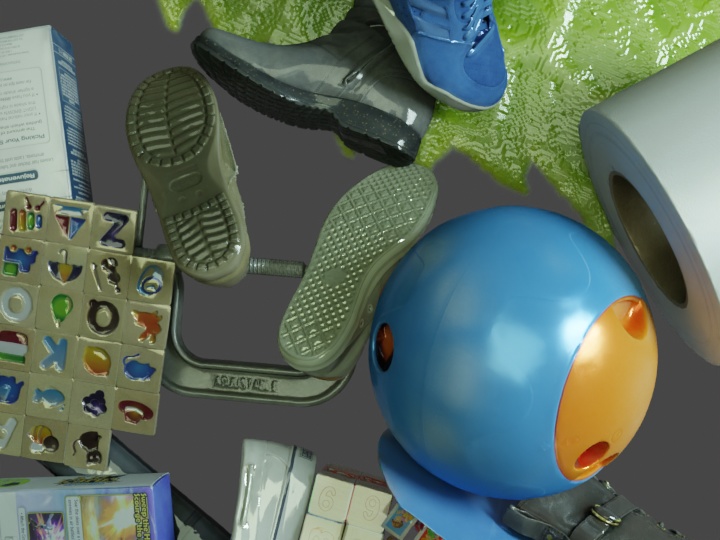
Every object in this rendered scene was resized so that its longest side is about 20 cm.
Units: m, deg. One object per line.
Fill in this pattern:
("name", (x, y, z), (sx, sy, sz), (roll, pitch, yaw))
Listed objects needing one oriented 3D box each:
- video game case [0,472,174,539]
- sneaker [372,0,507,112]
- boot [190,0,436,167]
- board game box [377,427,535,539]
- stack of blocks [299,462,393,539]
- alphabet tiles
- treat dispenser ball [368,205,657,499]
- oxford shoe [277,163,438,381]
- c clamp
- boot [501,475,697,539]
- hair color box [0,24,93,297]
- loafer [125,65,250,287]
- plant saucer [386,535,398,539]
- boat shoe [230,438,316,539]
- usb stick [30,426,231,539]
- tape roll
("video game case", (-0.226, 0.257, 0.847), (0.180, 0.045, 0.202), (-3, 94, 10))
("sneaker", (0.073, -0.192, 0.777), (0.200, 0.111, 0.077), (53, 55, -30))
("boot", (-0.020, -0.176, 0.880), (0.199, 0.070, 0.133), (24, 79, -1))
("board game box", (0.086, 0.190, 0.805), (0.199, 0.158, 0.039), (37, 106, 4))
("stack of blocks", (-0.028, 0.249, 0.820), (0.058, 0.115, 0.202), (15, 87, 4))
("alphabet tiles", (-0.227, 0.046, 0.846), (0.165, 0.006, 0.202), (9, 97, 0))
("treat dispenser ball", (0.104, 0.056, 0.782), (0.199, 0.201, 0.203), (0, 86, 3))
("oxford shoe", (0.000, 0.000, 0.850), (0.075, 0.058, 0.201), (15, 59, 25))
("c clamp", (-0.094, 0.019, 0.883), (0.198, 0.027, 0.172), (10, 87, 4))
("boot", (0.216, 0.194, 0.818), (0.174, 0.199, 0.070), (36, 114, 34))
("hair color box", (-0.268, -0.080, 0.881), (0.099, 0.061, 0.202), (-8, 86, 3))
("loafer", (-0.130, -0.068, 0.860), (0.075, 0.068, 0.201), (-14, 60, -2))
("plant saucer", (0.089, 0.257, 0.770), (0.200, 0.200, 0.038), (38, 83, 5))
("boat shoe", (-0.088, 0.222, 0.819), (0.065, 0.072, 0.202), (16, 91, -5))
("usb stick", (-0.172, 0.180, 0.874), (0.200, 0.033, 0.056), (39, 90, 5))
("tape roll", (0.259, -0.053, 0.782), (0.138, 0.203, 0.204), (-28, 85, 1))
